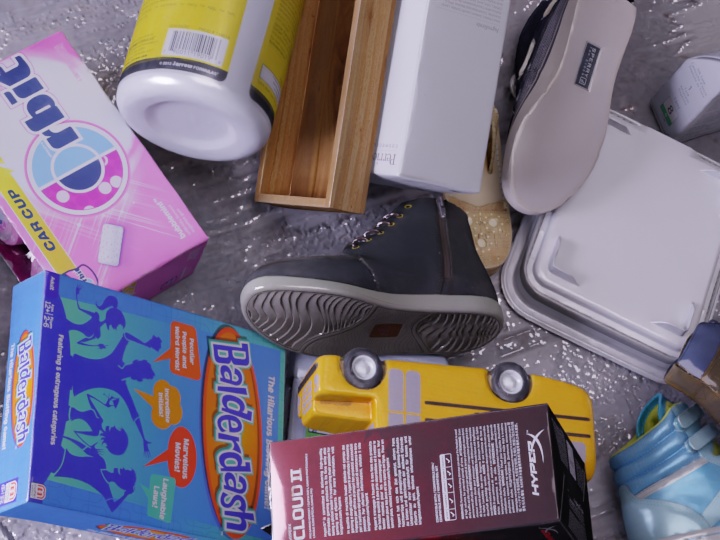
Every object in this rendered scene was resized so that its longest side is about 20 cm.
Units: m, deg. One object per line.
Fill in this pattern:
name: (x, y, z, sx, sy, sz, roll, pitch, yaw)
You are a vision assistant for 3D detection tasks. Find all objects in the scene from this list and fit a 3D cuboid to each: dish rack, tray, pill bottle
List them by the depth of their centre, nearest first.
pill bottle: (-0.097, -0.188, 1.254, 0.111, 0.112, 0.202, 17, 67, -8)
tray: (-0.022, -0.145, 1.282, 0.037, 0.098, 0.202, 9, 89, -37)
dish rack: (0.213, -0.029, 1.374, 0.170, 0.044, 0.201, 25, 62, -4)

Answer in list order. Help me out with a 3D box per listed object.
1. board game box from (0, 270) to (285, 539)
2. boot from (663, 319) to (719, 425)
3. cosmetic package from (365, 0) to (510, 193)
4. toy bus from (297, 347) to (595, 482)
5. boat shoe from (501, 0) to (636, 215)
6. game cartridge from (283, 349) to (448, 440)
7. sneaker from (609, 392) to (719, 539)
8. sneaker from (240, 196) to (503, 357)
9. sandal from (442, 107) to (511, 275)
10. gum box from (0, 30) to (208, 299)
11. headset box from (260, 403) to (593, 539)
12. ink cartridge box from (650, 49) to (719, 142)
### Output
board game box: (-0.139, 0.100, 1.165, 0.199, 0.045, 0.154, 18, 62, -38)
boot: (0.285, 0.054, 1.312, 0.096, 0.075, 0.200, 31, 31, 2)
cosmetic package: (0.042, -0.161, 1.296, 0.081, 0.112, 0.202, 12, 86, -35)
toy bus: (0.058, 0.106, 1.219, 0.198, 0.065, 0.079, 6, 67, -15)
boat shoe: (0.148, -0.132, 1.382, 0.074, 0.093, 0.202, 29, 76, -18)
game cartridge: (0.007, 0.145, 1.242, 0.132, 0.040, 0.202, 11, 65, -16)
sneaker: (0.274, 0.144, 1.296, 0.198, 0.080, 0.132, -11, 72, -21)
sneaker: (0.000, 0.000, 1.261, 0.198, 0.075, 0.107, 6, 50, -27)
sandal: (0.083, -0.106, 1.353, 0.077, 0.070, 0.214, -4, 68, -18)
gum box: (-0.213, -0.062, 1.249, 0.113, 0.066, 0.201, -31, 79, -26)
headset box: (0.038, 0.151, 1.115, 0.198, 0.149, 0.076, -9, 68, 13)
ink cartridge box: (0.338, -0.178, 1.386, 0.159, 0.200, 0.050, -17, 72, -23)
